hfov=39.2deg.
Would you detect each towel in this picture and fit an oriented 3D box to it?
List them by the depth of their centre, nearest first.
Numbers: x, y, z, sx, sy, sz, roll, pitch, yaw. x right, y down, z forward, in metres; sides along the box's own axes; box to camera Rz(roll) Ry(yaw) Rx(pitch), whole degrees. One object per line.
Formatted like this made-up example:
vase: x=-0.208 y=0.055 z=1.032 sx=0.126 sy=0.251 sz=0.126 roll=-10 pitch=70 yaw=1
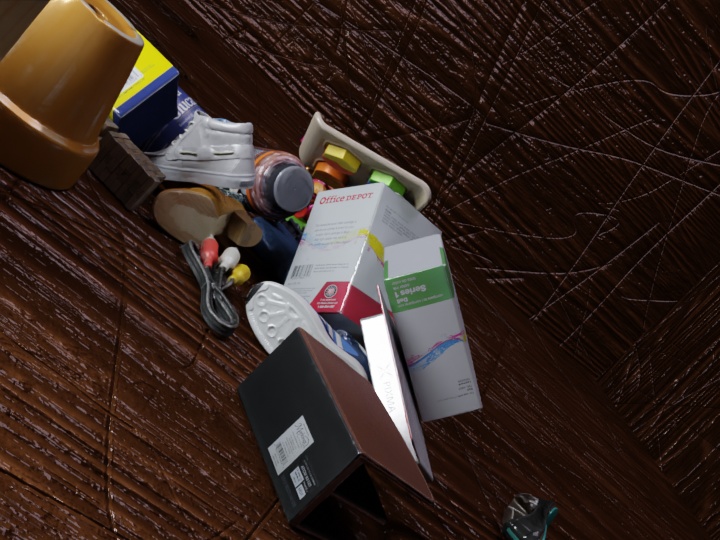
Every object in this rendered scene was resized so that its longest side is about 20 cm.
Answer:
towel: x=-0.100 y=0.004 z=1.563 sx=0.200 sy=0.049 sz=0.111 roll=50 pitch=12 yaw=21

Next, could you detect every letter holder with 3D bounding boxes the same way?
letter holder: x=-0.025 y=0.181 z=1.049 sx=0.142 sy=0.101 sz=0.201 roll=38 pitch=12 yaw=-38

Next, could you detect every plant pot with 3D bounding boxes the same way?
plant pot: x=-0.346 y=-0.226 z=1.132 sx=0.200 sy=0.183 sz=0.200 roll=43 pitch=11 yaw=-10

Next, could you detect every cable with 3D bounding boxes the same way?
cable: x=-0.178 y=0.008 z=1.246 sx=0.097 sy=0.050 sz=0.200 roll=40 pitch=10 yaw=-18

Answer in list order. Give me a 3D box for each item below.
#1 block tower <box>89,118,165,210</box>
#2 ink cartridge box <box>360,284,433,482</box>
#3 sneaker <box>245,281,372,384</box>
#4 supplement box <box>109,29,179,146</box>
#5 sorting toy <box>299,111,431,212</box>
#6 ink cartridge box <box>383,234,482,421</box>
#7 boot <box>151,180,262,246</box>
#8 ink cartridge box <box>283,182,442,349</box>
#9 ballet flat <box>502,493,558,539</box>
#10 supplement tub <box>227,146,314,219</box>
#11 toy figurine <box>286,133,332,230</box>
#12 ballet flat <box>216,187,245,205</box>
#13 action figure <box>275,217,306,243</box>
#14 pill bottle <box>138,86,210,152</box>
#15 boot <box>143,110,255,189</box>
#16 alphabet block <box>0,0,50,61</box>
block tower: x=-0.336 y=-0.166 z=1.297 sx=0.200 sy=0.054 sz=0.058 roll=47 pitch=12 yaw=6
ink cartridge box: x=0.037 y=0.144 z=1.236 sx=0.177 sy=0.044 sz=0.202 roll=64 pitch=13 yaw=-61
sneaker: x=-0.060 y=0.096 z=1.316 sx=0.200 sy=0.081 sz=0.146 roll=43 pitch=2 yaw=6
supplement box: x=-0.353 y=-0.278 z=1.381 sx=0.200 sy=0.109 sz=0.109 roll=44 pitch=-24 yaw=7
sorting toy: x=-0.002 y=-0.135 z=1.462 sx=0.199 sy=0.037 sz=0.185 roll=34 pitch=-14 yaw=-4
ink cartridge box: x=0.093 y=0.073 z=1.316 sx=0.145 sy=0.083 sz=0.203 roll=-85 pitch=160 yaw=-73
boot: x=-0.240 y=-0.092 z=1.396 sx=0.144 sy=0.071 sz=0.200 roll=37 pitch=12 yaw=38
ink cartridge box: x=0.000 y=0.000 z=1.433 sx=0.144 sy=0.202 sz=0.144 roll=-2 pitch=-28 yaw=46
ballet flat: x=0.247 y=0.363 z=1.482 sx=0.068 sy=0.068 sz=0.200 roll=38 pitch=8 yaw=14
supplement tub: x=-0.148 y=-0.140 z=1.602 sx=0.107 sy=0.108 sz=0.199 roll=38 pitch=-10 yaw=-30
toy figurine: x=-0.084 y=-0.179 z=1.940 sx=0.199 sy=0.184 sz=0.151 roll=38 pitch=12 yaw=-31
ballet flat: x=-0.227 y=-0.144 z=1.585 sx=0.074 sy=0.074 sz=0.201 roll=34 pitch=15 yaw=-44
action figure: x=-0.063 y=-0.042 z=1.697 sx=0.201 sy=0.104 sz=0.194 roll=55 pitch=-3 yaw=20
pill bottle: x=-0.310 y=-0.235 z=1.501 sx=0.200 sy=0.111 sz=0.111 roll=43 pitch=11 yaw=-6
boot: x=-0.225 y=-0.170 z=1.381 sx=0.198 sy=0.097 sz=0.073 roll=9 pitch=12 yaw=27
alphabet block: x=-0.428 y=-0.249 z=0.874 sx=0.195 sy=0.200 sz=0.196 roll=46 pitch=11 yaw=13
